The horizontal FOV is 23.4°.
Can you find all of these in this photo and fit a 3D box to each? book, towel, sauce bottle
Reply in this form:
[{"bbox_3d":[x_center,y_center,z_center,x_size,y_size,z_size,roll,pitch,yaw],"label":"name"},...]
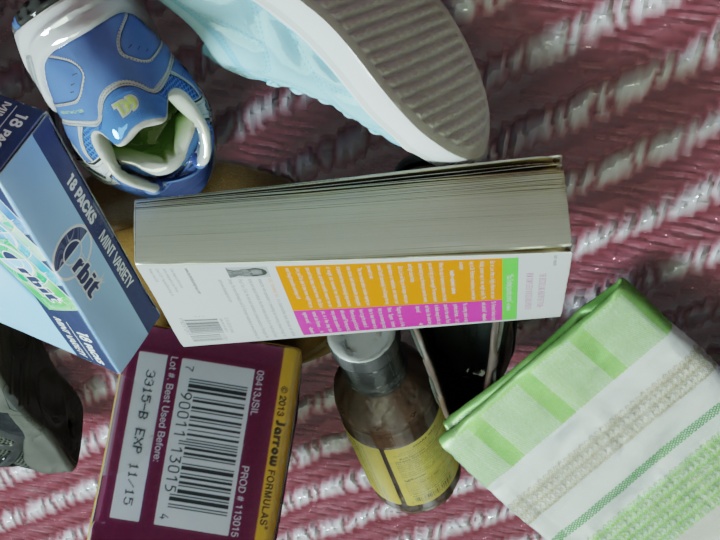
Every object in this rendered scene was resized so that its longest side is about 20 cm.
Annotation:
[{"bbox_3d":[0.000,0.000,0.849,0.199,0.048,0.134,-4,159,2],"label":"book"},{"bbox_3d":[0.163,0.111,0.995,0.149,0.031,0.200,-41,107,18],"label":"towel"},{"bbox_3d":[0.020,0.083,1.049,0.064,0.065,0.200,1,151,11],"label":"sauce bottle"}]

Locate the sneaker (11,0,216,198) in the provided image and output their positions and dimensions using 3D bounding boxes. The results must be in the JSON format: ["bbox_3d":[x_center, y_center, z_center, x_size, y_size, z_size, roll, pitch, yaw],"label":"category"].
[{"bbox_3d":[-0.106,-0.064,0.816,0.075,0.077,0.200,-31,163,1],"label":"sneaker"}]

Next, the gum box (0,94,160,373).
[{"bbox_3d":[-0.214,-0.039,0.880,0.199,0.045,0.170,20,152,26],"label":"gum box"}]

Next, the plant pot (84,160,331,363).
[{"bbox_3d":[-0.085,0.007,1.004,0.199,0.028,0.201,6,146,4],"label":"plant pot"}]

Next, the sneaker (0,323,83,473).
[{"bbox_3d":[-0.250,0.070,1.086,0.113,0.077,0.200,-3,150,5],"label":"sneaker"}]

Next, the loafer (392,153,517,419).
[{"bbox_3d":[0.055,0.017,0.956,0.071,0.063,0.200,0,145,12],"label":"loafer"}]

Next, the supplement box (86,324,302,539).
[{"bbox_3d":[-0.094,0.120,1.035,0.102,0.132,0.200,8,163,0],"label":"supplement box"}]

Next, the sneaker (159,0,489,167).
[{"bbox_3d":[-0.026,-0.111,0.788,0.200,0.074,0.082,40,143,-27],"label":"sneaker"}]
